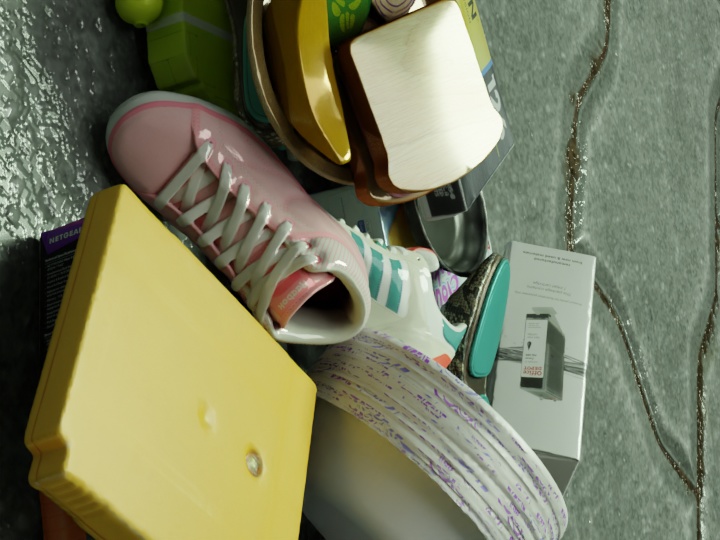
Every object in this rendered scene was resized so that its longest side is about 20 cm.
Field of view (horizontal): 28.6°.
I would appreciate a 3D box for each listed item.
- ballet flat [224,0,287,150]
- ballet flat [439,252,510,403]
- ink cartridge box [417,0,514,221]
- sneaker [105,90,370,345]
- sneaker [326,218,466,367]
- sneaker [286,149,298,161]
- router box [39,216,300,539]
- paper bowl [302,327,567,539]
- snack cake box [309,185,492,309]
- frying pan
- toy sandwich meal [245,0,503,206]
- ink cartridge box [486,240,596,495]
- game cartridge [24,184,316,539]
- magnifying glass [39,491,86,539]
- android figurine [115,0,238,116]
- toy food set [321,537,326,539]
[{"bbox_3d":[-0.059,-0.172,0.943,0.065,0.069,0.203,82,9,-71],"label":"ballet flat"},{"bbox_3d":[0.071,0.087,1.073,0.068,0.074,0.203,15,77,-68],"label":"ballet flat"},{"bbox_3d":[0.065,-0.167,1.059,0.200,0.046,0.200,-50,126,-57],"label":"ink cartridge box"},{"bbox_3d":[-0.067,-0.027,0.860,0.200,0.075,0.105,38,15,-26],"label":"sneaker"},{"bbox_3d":[0.000,0.000,0.999,0.093,0.070,0.201,-45,107,-22],"label":"sneaker"},{"bbox_3d":[0.006,-0.151,1.108,0.200,0.073,0.120,-14,100,-60],"label":"sneaker"},{"bbox_3d":[-0.108,0.074,0.833,0.200,0.050,0.151,38,41,-54],"label":"router box"},{"bbox_3d":[0.030,0.142,0.929,0.104,0.200,0.202,-46,127,-20],"label":"paper bowl"},{"bbox_3d":[0.038,-0.020,1.141,0.199,0.066,0.117,-19,98,-62],"label":"snack cake box"},{"bbox_3d":[0.047,-0.078,1.074,0.191,0.031,0.116,56,36,-28],"label":"frying pan"},{"bbox_3d":[0.013,-0.140,0.883,0.203,0.070,0.209,-3,95,-44],"label":"toy sandwich meal"},{"bbox_3d":[0.146,0.102,1.226,0.148,0.082,0.202,98,3,-57],"label":"ink cartridge box"},{"bbox_3d":[-0.094,0.082,0.756,0.200,0.032,0.178,49,34,-38],"label":"game cartridge"},{"bbox_3d":[-0.154,0.204,0.762,0.079,0.022,0.203,3,81,-62],"label":"magnifying glass"},{"bbox_3d":[-0.101,-0.176,0.954,0.181,0.041,0.203,10,72,-61],"label":"android figurine"},{"bbox_3d":[0.031,0.247,1.051,0.200,0.060,0.146,-35,113,-59],"label":"toy food set"}]
